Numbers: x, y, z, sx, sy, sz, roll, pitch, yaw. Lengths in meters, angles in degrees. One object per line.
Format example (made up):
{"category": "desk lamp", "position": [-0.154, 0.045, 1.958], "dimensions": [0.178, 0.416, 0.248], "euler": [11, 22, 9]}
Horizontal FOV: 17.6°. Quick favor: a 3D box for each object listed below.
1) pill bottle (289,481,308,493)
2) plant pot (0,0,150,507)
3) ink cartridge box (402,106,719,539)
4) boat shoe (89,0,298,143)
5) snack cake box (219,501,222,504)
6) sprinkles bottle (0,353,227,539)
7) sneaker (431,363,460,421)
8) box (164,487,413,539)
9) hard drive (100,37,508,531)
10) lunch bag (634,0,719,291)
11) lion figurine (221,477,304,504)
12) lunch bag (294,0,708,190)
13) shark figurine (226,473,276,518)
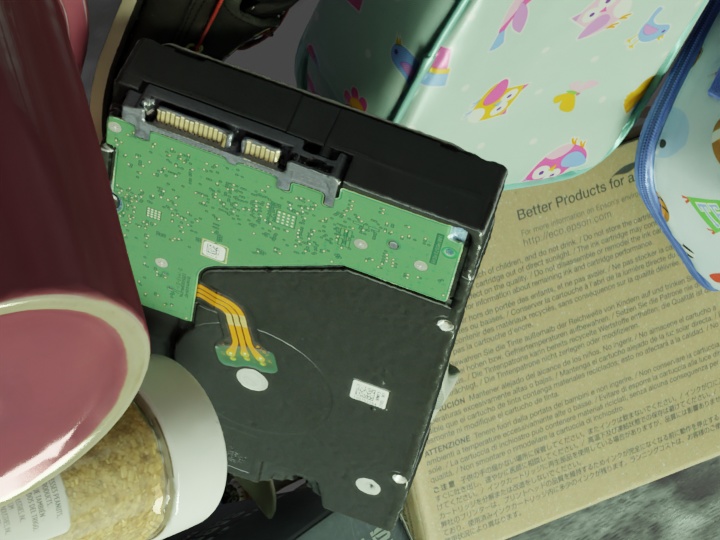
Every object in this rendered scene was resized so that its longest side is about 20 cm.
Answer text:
{"category": "pill bottle", "position": [0.003, 0.168, 1.160], "dimensions": [0.110, 0.200, 0.112], "euler": [-2, 106, -7]}
{"category": "plant pot", "position": [-0.160, -0.021, 0.748], "dimensions": [0.199, 0.180, 0.200], "euler": [-24, 152, -14]}
{"category": "ink cartridge box", "position": [0.084, 0.026, 1.089], "dimensions": [0.199, 0.166, 0.075], "euler": [-18, -168, -23]}
{"category": "boat shoe", "position": [-0.051, -0.103, 0.823], "dimensions": [0.063, 0.074, 0.202], "euler": [22, 136, -2]}
{"category": "snack cake box", "position": [-0.164, 0.178, 1.159], "dimensions": [0.199, 0.068, 0.115], "euler": [-19, 174, -22]}
{"category": "sprinkles bottle", "position": [-0.142, 0.086, 0.816], "dimensions": [0.199, 0.068, 0.068], "euler": [-18, 151, -40]}
{"category": "sneaker", "position": [0.000, 0.000, 0.943], "dimensions": [0.089, 0.074, 0.201], "euler": [-45, 148, -25]}
{"category": "box", "position": [-0.092, 0.162, 1.013], "dimensions": [0.200, 0.051, 0.157], "euler": [-32, -169, -38]}
{"category": "hard drive", "position": [-0.031, 0.011, 0.858], "dimensions": [0.201, 0.139, 0.038], "euler": [102, 8, -53]}
{"category": "lunch bag", "position": [0.199, -0.091, 1.025], "dimensions": [0.201, 0.075, 0.160], "euler": [-63, 145, -12]}
{"category": "lion figurine", "position": [0.004, 0.054, 1.177], "dimensions": [0.200, 0.073, 0.122], "euler": [-32, 167, 35]}
{"category": "lunch bag", "position": [0.070, -0.116, 0.932], "dimensions": [0.160, 0.077, 0.200], "euler": [-12, 147, -35]}
{"category": "shark figurine", "position": [-0.083, 0.087, 1.074], "dimensions": [0.089, 0.128, 0.215], "euler": [-11, 149, -52]}
